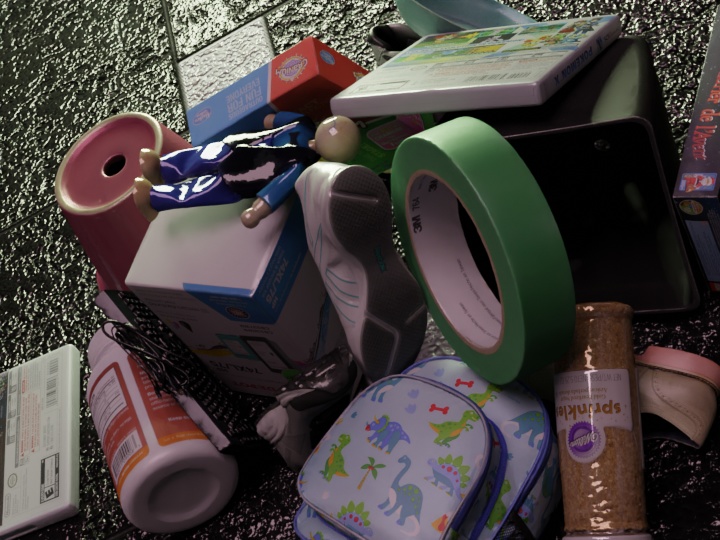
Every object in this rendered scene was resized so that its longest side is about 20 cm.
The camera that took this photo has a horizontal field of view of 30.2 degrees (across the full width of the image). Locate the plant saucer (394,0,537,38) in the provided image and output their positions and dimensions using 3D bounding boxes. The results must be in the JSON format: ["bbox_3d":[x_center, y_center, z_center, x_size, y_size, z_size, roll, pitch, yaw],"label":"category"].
[{"bbox_3d":[0.115,-0.242,1.338,0.200,0.198,0.036,46,122,43],"label":"plant saucer"}]

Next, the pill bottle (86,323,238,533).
[{"bbox_3d":[-0.194,0.137,1.258,0.112,0.112,0.201,-33,46,4],"label":"pill bottle"}]

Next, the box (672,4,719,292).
[{"bbox_3d":[0.314,-0.103,1.122,0.037,0.137,0.202,2,57,31],"label":"box"}]

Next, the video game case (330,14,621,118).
[{"bbox_3d":[0.100,-0.174,1.144,0.198,0.022,0.182,0,26,34],"label":"video game case"}]

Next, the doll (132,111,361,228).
[{"bbox_3d":[-0.093,-0.088,1.134,0.197,0.049,0.138,-12,43,14],"label":"doll"}]

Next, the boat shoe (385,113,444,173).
[{"bbox_3d":[0.080,-0.138,1.335,0.198,0.065,0.073,3,58,32],"label":"boat shoe"}]

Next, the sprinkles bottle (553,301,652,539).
[{"bbox_3d":[0.183,0.128,1.023,0.067,0.068,0.203,-8,78,25],"label":"sprinkles bottle"}]

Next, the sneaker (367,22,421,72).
[{"bbox_3d":[0.014,-0.206,1.391,0.197,0.116,0.076,-13,51,22],"label":"sneaker"}]

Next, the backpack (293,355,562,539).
[{"bbox_3d":[0.062,0.168,1.062,0.182,0.148,0.201,23,65,36],"label":"backpack"}]

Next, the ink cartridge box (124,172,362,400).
[{"bbox_3d":[-0.084,0.010,1.229,0.145,0.200,0.147,4,60,32],"label":"ink cartridge box"}]

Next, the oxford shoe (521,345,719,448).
[{"bbox_3d":[0.192,0.101,1.089,0.198,0.071,0.075,2,60,32],"label":"oxford shoe"}]

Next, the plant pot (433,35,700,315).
[{"bbox_3d":[0.188,-0.092,1.160,0.198,0.201,0.178,-5,40,27],"label":"plant pot"}]

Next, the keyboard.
[{"bbox_3d":[-0.160,0.083,1.211,0.200,0.104,0.040,46,109,17],"label":"keyboard"}]

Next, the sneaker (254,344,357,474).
[{"bbox_3d":[-0.033,0.124,1.136,0.074,0.200,0.080,-32,78,-22],"label":"sneaker"}]

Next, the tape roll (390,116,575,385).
[{"bbox_3d":[0.090,-0.014,1.022,0.048,0.202,0.201,-22,43,-18],"label":"tape roll"}]

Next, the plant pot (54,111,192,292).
[{"bbox_3d":[-0.211,-0.057,1.369,0.198,0.179,0.202,-16,49,20],"label":"plant pot"}]

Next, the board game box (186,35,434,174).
[{"bbox_3d":[-0.042,-0.135,1.257,0.152,0.199,0.041,-26,63,29],"label":"board game box"}]

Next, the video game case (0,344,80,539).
[{"bbox_3d":[-0.370,0.191,1.385,0.180,0.023,0.202,-22,49,14],"label":"video game case"}]

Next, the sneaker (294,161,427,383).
[{"bbox_3d":[0.000,0.000,1.098,0.070,0.203,0.080,-26,26,-25],"label":"sneaker"}]
